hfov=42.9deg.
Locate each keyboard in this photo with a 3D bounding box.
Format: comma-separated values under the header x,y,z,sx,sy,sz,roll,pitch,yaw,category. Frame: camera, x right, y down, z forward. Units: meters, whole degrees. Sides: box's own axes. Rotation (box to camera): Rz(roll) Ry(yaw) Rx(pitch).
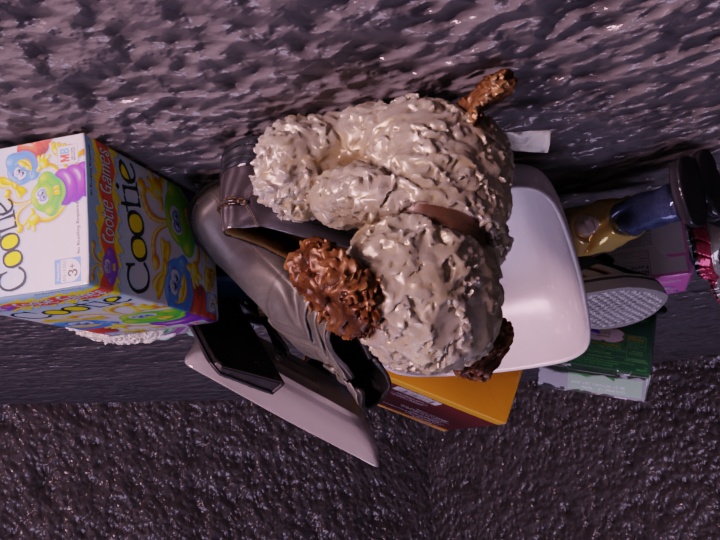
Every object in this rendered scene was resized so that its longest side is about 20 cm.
x,y,z,sx,sy,sz,roll,pitch,yaw,category
-0.121,0.042,0.838,0.127,0.200,0.021,22,112,-42,keyboard

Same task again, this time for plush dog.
x,y,z,sx,sy,sz,roll,pitch,yaw,category
0.042,-0.018,0.559,0.200,0.172,0.160,22,147,-31,plush dog

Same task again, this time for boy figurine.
x,y,z,sx,sy,sz,roll,pitch,yaw,category
0.210,-0.047,0.790,0.124,0.065,0.200,-19,-177,-40,boy figurine

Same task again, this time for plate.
x,y,z,sx,sy,sz,roll,pitch,yaw,category
-0.072,0.109,0.902,0.199,0.032,0.200,29,-179,-8,plate

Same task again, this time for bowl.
x,y,z,sx,sy,sz,roll,pitch,yaw,category
0.083,-0.004,0.765,0.199,0.075,0.200,-9,129,19,bowl

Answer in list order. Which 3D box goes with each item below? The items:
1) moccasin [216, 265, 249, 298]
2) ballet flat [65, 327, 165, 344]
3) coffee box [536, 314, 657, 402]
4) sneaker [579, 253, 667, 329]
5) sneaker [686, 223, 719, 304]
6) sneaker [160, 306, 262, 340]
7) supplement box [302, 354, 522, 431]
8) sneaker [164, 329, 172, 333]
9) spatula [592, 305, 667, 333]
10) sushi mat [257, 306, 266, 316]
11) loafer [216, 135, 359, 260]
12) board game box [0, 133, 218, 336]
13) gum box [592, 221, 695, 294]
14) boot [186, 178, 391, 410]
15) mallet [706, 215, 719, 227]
x,y,z,sx,sy,sz,roll,pitch,yaw,category
-0.056,-0.015,0.840,0.199,0.068,0.080,-4,167,-20,moccasin
-0.264,0.025,0.811,0.199,0.072,0.072,14,170,6,ballet flat
0.280,0.067,1.065,0.123,0.044,0.200,7,-145,15,coffee box
0.209,0.009,0.901,0.200,0.080,0.078,2,142,-25,sneaker
0.416,-0.011,1.004,0.075,0.081,0.200,-13,166,27,sneaker
-0.157,0.032,1.036,0.140,0.078,0.200,-8,177,11,sneaker
0.058,0.079,1.014,0.197,0.133,0.200,22,164,-8,supplement box
-0.207,0.019,0.906,0.200,0.084,0.074,5,166,-36,sneaker
0.272,0.045,0.993,0.200,0.021,0.057,-3,-150,-36,spatula
0.000,0.000,0.888,0.199,0.096,0.012,-4,137,-3,sushi mat
-0.025,-0.015,0.667,0.200,0.072,0.073,30,144,-30,loafer
-0.195,-0.017,0.684,0.103,0.105,0.200,-8,169,14,board game box
0.263,-0.006,1.003,0.199,0.066,0.113,-8,167,15,gum box
-0.045,0.018,0.718,0.131,0.068,0.200,35,164,50,boot
0.269,-0.050,0.876,0.200,0.041,0.066,-8,170,36,mallet
